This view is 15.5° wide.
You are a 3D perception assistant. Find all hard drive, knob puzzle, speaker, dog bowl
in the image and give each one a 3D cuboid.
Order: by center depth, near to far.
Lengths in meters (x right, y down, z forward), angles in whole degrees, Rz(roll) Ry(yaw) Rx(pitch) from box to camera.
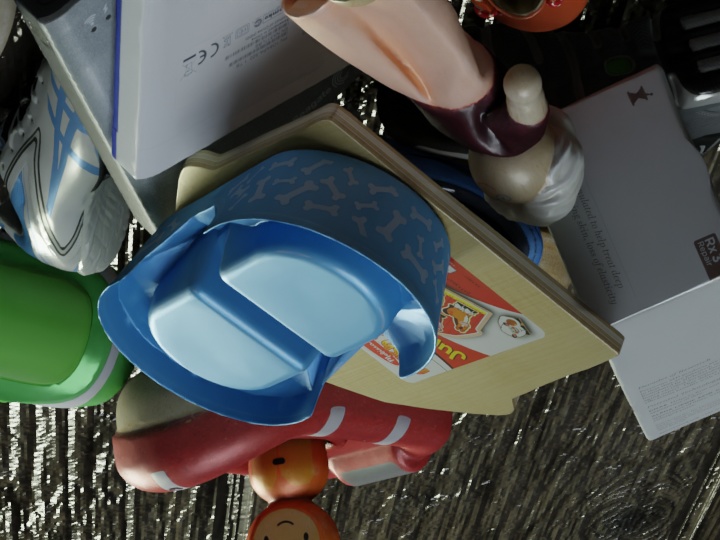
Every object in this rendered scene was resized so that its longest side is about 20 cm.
[{"bbox_3d":[-0.044,-0.140,1.097,0.132,0.025,0.201,-32,150,-29],"label":"hard drive"},{"bbox_3d":[-0.036,0.007,1.168,0.111,0.050,0.200,36,148,-19],"label":"dog bowl"},{"bbox_3d":[-0.068,-0.108,1.171,0.140,0.033,0.200,-43,154,-11],"label":"hard drive"},{"bbox_3d":[0.000,0.000,1.210,0.219,0.031,0.220,18,150,11],"label":"knob puzzle"},{"bbox_3d":[-0.212,0.016,1.370,0.199,0.089,0.088,16,143,-38],"label":"speaker"}]

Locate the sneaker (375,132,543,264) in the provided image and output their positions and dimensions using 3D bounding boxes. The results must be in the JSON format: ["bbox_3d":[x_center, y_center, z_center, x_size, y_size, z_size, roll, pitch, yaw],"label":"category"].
[{"bbox_3d":[-0.006,-0.040,1.286,0.199,0.066,0.078,19,-179,-1],"label":"sneaker"}]

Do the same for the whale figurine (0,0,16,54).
[{"bbox_3d":[-0.212,-0.153,1.073,0.158,0.104,0.201,-16,131,-16],"label":"whale figurine"}]

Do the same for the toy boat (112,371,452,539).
[{"bbox_3d":[-0.040,0.109,1.423,0.130,0.132,0.199,-17,161,39],"label":"toy boat"}]

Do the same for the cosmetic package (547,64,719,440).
[{"bbox_3d":[0.142,-0.003,1.280,0.081,0.113,0.200,-24,156,7],"label":"cosmetic package"}]

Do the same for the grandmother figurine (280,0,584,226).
[{"bbox_3d":[0.034,-0.083,1.127,0.061,0.121,0.200,-47,134,-1],"label":"grandmother figurine"}]

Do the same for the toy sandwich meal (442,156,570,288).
[{"bbox_3d":[0.029,-0.011,1.421,0.204,0.071,0.205,-9,163,-3],"label":"toy sandwich meal"}]

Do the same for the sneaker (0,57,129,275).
[{"bbox_3d":[-0.142,-0.070,1.259,0.072,0.072,0.200,18,142,3],"label":"sneaker"}]

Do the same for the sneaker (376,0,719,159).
[{"bbox_3d":[0.106,-0.071,1.323,0.199,0.075,0.116,-8,154,-4],"label":"sneaker"}]

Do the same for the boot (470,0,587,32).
[{"bbox_3d":[0.063,-0.139,1.150,0.075,0.108,0.200,-18,152,11],"label":"boot"}]
